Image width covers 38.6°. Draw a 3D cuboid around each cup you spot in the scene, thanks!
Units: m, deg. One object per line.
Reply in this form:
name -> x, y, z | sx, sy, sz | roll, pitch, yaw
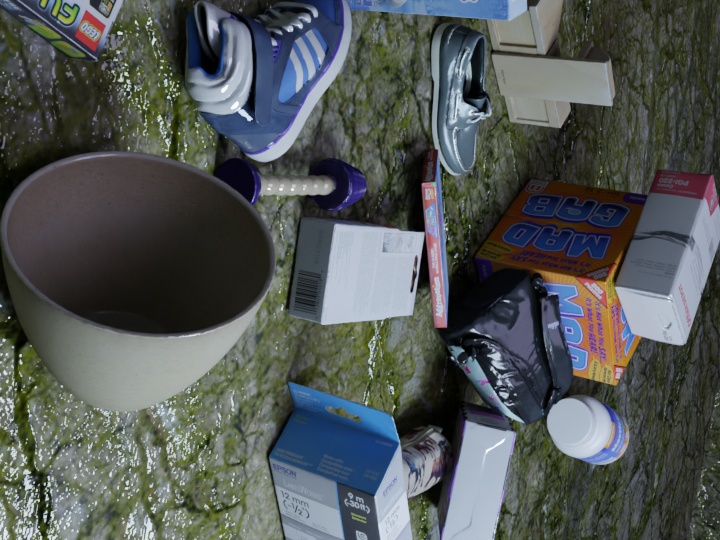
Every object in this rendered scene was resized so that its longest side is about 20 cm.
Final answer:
cup -> -0.179, 0.026, 0.795 | 0.200, 0.200, 0.144 | -36, 156, -47

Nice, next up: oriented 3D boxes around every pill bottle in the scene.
pill bottle -> 0.407, 0.285, 1.852 | 0.200, 0.112, 0.113 | 28, 77, -58

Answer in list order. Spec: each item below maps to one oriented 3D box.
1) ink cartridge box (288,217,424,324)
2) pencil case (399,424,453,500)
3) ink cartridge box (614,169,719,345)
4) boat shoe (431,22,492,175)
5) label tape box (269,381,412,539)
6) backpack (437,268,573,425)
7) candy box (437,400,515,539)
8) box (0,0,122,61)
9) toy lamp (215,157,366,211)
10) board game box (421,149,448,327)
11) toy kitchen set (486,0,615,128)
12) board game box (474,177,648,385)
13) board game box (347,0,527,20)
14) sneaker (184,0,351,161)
ink cartridge box -> 0.000, 0.000, 1.171 | 0.200, 0.050, 0.110 | 0, 100, -58
pencil case -> 0.041, 0.254, 1.298 | 0.200, 0.078, 0.090 | -12, 126, -55
ink cartridge box -> 0.434, -0.018, 1.436 | 0.146, 0.084, 0.201 | 53, 54, -51
boat shoe -> 0.131, -0.209, 1.289 | 0.073, 0.062, 0.201 | -39, 132, -45
label tape box -> -0.024, 0.234, 1.125 | 0.066, 0.143, 0.201 | -43, 135, -43
backpack -> 0.208, 0.111, 1.434 | 0.167, 0.127, 0.200 | -36, 115, -10
candy box -> 0.157, 0.280, 1.418 | 0.200, 0.071, 0.169 | -12, 113, -86
box -> -0.240, -0.245, 0.718 | 0.200, 0.035, 0.111 | 37, 69, -56
toy lamp -> -0.061, -0.086, 1.036 | 0.200, 0.058, 0.059 | -10, 109, -57
board game box -> 0.095, -0.040, 1.292 | 0.103, 0.019, 0.201 | -81, 166, -61
toy kitchen set -> 0.293, -0.325, 1.408 | 0.181, 0.163, 0.200 | -56, 142, -31
board game box -> 0.314, 0.011, 1.524 | 0.200, 0.199, 0.200 | -50, 139, -36
board game box -> 0.063, -0.353, 1.003 | 0.043, 0.198, 0.201 | -38, 131, -45
sneaker -> -0.087, -0.214, 0.928 | 0.146, 0.080, 0.201 | 47, 60, -52
